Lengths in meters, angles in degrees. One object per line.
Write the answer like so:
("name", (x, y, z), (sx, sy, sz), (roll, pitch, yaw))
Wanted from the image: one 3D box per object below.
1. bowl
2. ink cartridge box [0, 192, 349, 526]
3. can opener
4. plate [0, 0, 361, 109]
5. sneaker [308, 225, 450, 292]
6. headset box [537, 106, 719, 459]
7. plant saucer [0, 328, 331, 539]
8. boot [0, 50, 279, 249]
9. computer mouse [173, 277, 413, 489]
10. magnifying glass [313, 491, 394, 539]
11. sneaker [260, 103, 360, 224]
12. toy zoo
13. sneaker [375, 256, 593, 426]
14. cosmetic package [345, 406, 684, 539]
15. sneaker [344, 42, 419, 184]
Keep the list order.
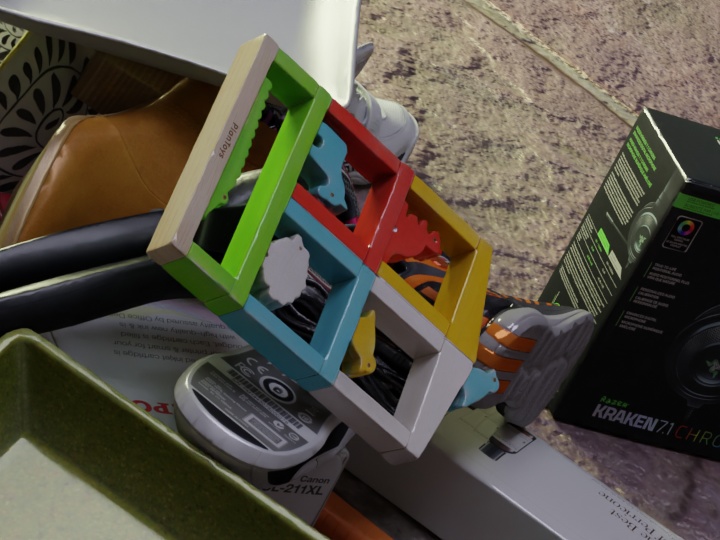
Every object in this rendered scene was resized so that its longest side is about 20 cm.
("bowl", (-0.200, -0.081, 1.225), (0.094, 0.201, 0.201), (44, 21, -22))
("ink cartridge box", (-0.114, 0.056, 1.133), (0.145, 0.083, 0.200), (9, 33, -31))
("can opener", (-0.108, -0.007, 1.041), (0.200, 0.079, 0.063), (-14, 35, -26))
("plate", (-0.096, -0.164, 1.170), (0.200, 0.032, 0.200), (16, 41, -10))
("sneaker", (0.000, 0.000, 1.290), (0.081, 0.075, 0.200), (40, 19, 24))
("headset box", (0.227, 0.009, 1.387), (0.174, 0.200, 0.093), (15, 29, -22))
("plant saucer", (-0.134, 0.150, 0.930), (0.200, 0.048, 0.200), (34, 55, 13))
("boot", (-0.100, -0.027, 1.115), (0.144, 0.071, 0.201), (32, 47, -11))
("computer mouse", (-0.038, 0.064, 1.055), (0.110, 0.044, 0.200), (39, 24, 13))
("magnifying glass", (0.055, 0.182, 1.132), (0.200, 0.022, 0.080), (35, 29, 17))
("sneaker", (-0.050, -0.080, 1.353), (0.075, 0.081, 0.200), (57, 7, 38))
("toy zoo", (-0.004, 0.000, 1.032), (0.200, 0.020, 0.131), (42, 51, -28))
("sneaker", (0.058, 0.024, 1.201), (0.112, 0.078, 0.200), (34, 1, 19))
("cosmetic package", (0.078, 0.124, 1.221), (0.200, 0.051, 0.083), (35, 29, 15))
("sneaker", (-0.015, -0.122, 1.493), (0.200, 0.115, 0.075), (-9, 44, -48))
